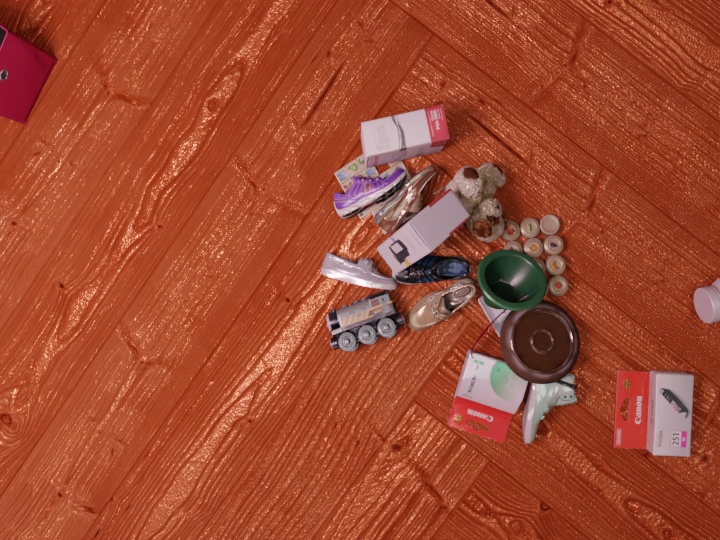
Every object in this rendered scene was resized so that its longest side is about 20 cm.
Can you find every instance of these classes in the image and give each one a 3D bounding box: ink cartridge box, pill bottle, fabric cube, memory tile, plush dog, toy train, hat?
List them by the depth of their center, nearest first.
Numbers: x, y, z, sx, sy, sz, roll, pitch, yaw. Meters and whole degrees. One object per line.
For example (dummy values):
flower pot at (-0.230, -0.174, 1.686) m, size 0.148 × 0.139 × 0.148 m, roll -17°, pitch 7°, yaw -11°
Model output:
ink cartridge box at (0.143, -0.087, 1.333) m, size 0.145 × 0.200 × 0.083 m, roll -40°, pitch 91°, yaw -24°
pill bottle at (0.912, 0.065, 1.360) m, size 0.195 × 0.112 × 0.115 m, roll -11°, pitch 92°, yaw 4°
ink cartridge box at (0.100, -0.317, 1.365) m, size 0.195 × 0.147 × 0.085 m, roll -12°, pitch 90°, yaw -1°
plush dog at (0.280, -0.146, 1.374) m, size 0.160 × 0.198 × 0.174 m, roll -37°, pitch 79°, yaw 37°
fabric cube at (-0.912, -0.506, 1.392) m, size 0.197 × 0.199 × 0.199 m, roll 30°, pitch 93°, yaw 2°
hat at (0.337, 0.072, 1.408) m, size 0.196 × 0.178 × 0.167 m, roll -18°, pitch 60°, yaw -19°
memory tile at (0.430, -0.031, 1.417) m, size 0.149 × 0.017 × 0.205 m, roll -7°, pitch 85°, yaw 2°
ink cartridge box at (0.725, 0.351, 1.417) m, size 0.169 × 0.044 × 0.205 m, roll 1°, pitch 92°, yaw 2°
toy train at (0.010, 0.128, 1.432) m, size 0.196 × 0.085 × 0.116 m, roll -20°, pitch 79°, yaw 6°
ink cartridge box at (0.319, 0.320, 1.436) m, size 0.157 × 0.050 × 0.204 m, roll 17°, pitch 91°, yaw 2°

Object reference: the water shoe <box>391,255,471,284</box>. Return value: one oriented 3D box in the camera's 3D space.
water shoe at (0.174, -0.006, 1.413) m, size 0.195 × 0.079 × 0.073 m, roll -7°, pitch 92°, yaw 3°

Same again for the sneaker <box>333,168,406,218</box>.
sneaker at (0.021, -0.205, 1.410) m, size 0.197 × 0.081 × 0.085 m, roll -26°, pitch 85°, yaw 5°

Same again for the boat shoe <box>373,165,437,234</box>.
boat shoe at (0.120, -0.172, 1.410) m, size 0.072 × 0.076 × 0.200 m, roll 44°, pitch 103°, yaw -3°

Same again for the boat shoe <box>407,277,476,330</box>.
boat shoe at (0.200, 0.087, 1.417) m, size 0.198 × 0.065 × 0.073 m, roll -32°, pitch 92°, yaw 13°

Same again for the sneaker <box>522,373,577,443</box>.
sneaker at (0.469, 0.339, 1.411) m, size 0.116 × 0.074 × 0.205 m, roll 13°, pitch 91°, yaw 9°

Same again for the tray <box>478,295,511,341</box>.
tray at (0.384, 0.132, 1.423) m, size 0.106 × 0.022 × 0.203 m, roll -29°, pitch 84°, yaw -4°

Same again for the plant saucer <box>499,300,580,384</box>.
plant saucer at (0.438, 0.171, 1.388) m, size 0.195 × 0.032 × 0.205 m, roll 0°, pitch 79°, yaw 2°

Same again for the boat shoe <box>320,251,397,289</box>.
boat shoe at (0.000, 0.000, 1.434) m, size 0.196 × 0.072 × 0.070 m, roll 14°, pitch 94°, yaw 12°

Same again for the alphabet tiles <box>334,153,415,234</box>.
alphabet tiles at (0.052, -0.204, 1.448) m, size 0.165 × 0.008 × 0.203 m, roll -31°, pitch 90°, yaw 4°
